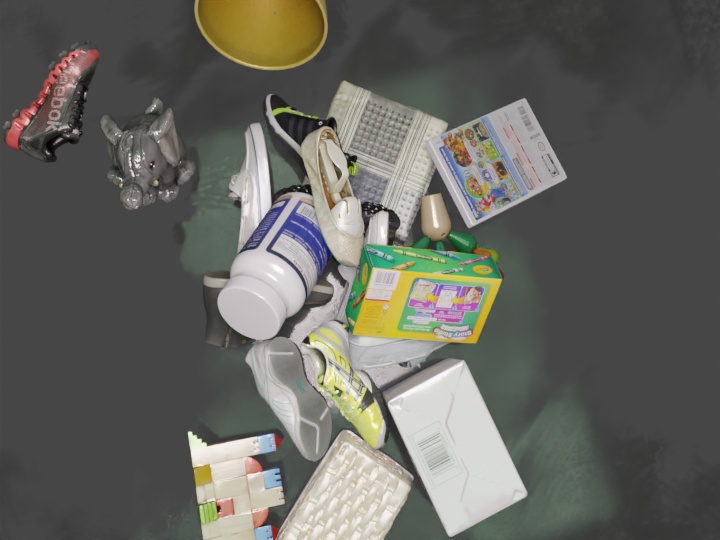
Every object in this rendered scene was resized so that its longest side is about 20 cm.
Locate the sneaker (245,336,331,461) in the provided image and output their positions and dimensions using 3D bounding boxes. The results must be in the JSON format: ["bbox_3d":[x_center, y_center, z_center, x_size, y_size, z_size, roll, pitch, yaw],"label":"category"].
[{"bbox_3d":[-0.105,0.191,1.330,0.070,0.079,0.204,-34,107,-41],"label":"sneaker"}]

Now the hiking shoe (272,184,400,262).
[{"bbox_3d":[-0.043,-0.062,1.341,0.196,0.076,0.103,17,112,5],"label":"hiking shoe"}]

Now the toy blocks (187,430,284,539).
[{"bbox_3d":[-0.173,0.326,1.307,0.134,0.100,0.205,-8,84,-14],"label":"toy blocks"}]

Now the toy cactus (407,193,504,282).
[{"bbox_3d":[0.119,-0.030,1.337,0.196,0.102,0.169,-11,95,-14],"label":"toy cactus"}]

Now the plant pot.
[{"bbox_3d":[-0.140,-0.425,1.338,0.195,0.201,0.145,6,59,-2],"label":"plant pot"}]

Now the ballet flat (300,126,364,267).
[{"bbox_3d":[-0.034,-0.105,1.238,0.067,0.062,0.204,-12,77,-40],"label":"ballet flat"}]

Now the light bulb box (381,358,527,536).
[{"bbox_3d":[0.126,0.240,1.264,0.123,0.200,0.201,-25,86,-3],"label":"light bulb box"}]

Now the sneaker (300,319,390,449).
[{"bbox_3d":[-0.026,0.176,1.318,0.075,0.075,0.202,-20,74,-35],"label":"sneaker"}]

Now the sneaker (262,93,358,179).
[{"bbox_3d":[-0.068,-0.205,1.338,0.083,0.071,0.201,-45,69,20],"label":"sneaker"}]

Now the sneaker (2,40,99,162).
[{"bbox_3d":[-0.448,-0.250,1.353,0.097,0.071,0.202,35,86,2],"label":"sneaker"}]

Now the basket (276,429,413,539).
[{"bbox_3d":[-0.023,0.352,1.286,0.134,0.123,0.202,33,85,2],"label":"basket"}]

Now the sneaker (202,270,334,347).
[{"bbox_3d":[-0.139,0.059,1.345,0.195,0.075,0.109,2,103,-9],"label":"sneaker"}]

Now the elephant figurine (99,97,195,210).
[{"bbox_3d":[-0.311,-0.172,1.285,0.141,0.200,0.155,-43,87,-5],"label":"elephant figurine"}]

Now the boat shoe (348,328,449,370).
[{"bbox_3d":[0.067,0.108,1.327,0.197,0.070,0.073,-6,113,-30],"label":"boat shoe"}]

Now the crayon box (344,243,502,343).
[{"bbox_3d":[0.088,0.035,1.256,0.196,0.059,0.120,5,126,-17],"label":"crayon box"}]

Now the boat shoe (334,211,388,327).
[{"bbox_3d":[0.000,0.000,1.309,0.067,0.203,0.073,10,40,-2],"label":"boat shoe"}]

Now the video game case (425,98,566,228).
[{"bbox_3d":[0.209,-0.167,1.362,0.198,0.018,0.145,-26,85,-26],"label":"video game case"}]

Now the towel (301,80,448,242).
[{"bbox_3d":[0.022,-0.172,1.388,0.189,0.035,0.204,22,86,3],"label":"towel"}]

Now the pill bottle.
[{"bbox_3d":[-0.113,-0.007,1.243,0.114,0.116,0.201,30,48,1],"label":"pill bottle"}]

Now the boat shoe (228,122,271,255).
[{"bbox_3d":[-0.169,-0.121,1.355,0.064,0.072,0.205,-4,93,-7],"label":"boat shoe"}]
